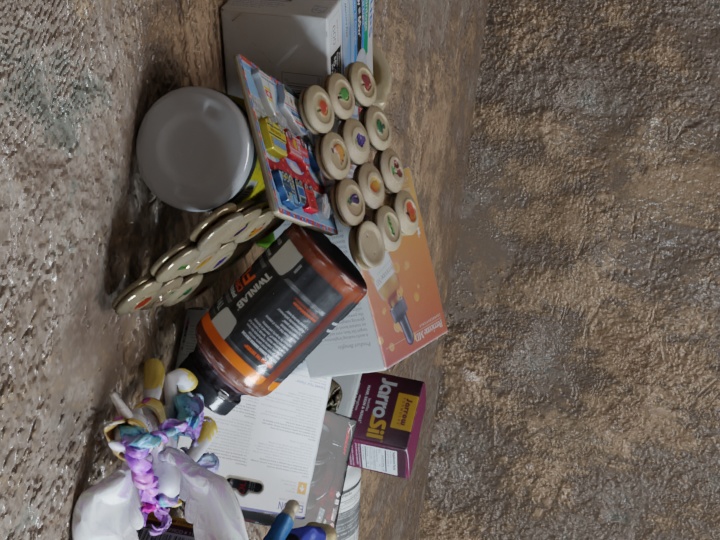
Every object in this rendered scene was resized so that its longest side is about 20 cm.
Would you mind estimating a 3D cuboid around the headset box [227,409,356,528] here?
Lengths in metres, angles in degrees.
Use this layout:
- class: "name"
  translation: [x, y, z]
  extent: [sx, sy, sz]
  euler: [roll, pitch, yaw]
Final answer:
- class: "headset box"
  translation: [-0.109, 0.223, 1.419]
  extent: [0.199, 0.075, 0.151]
  euler: [24, 72, -41]

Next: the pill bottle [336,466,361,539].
- class: "pill bottle"
  translation: [-0.057, 0.336, 1.815]
  extent: [0.116, 0.115, 0.203]
  euler: [-55, 150, -64]

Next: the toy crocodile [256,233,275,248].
- class: "toy crocodile"
  translation: [-0.102, -0.068, 1.471]
  extent: [0.200, 0.061, 0.068]
  euler: [54, 46, -73]

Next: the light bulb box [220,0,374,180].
- class: "light bulb box"
  translation: [-0.065, -0.240, 1.384]
  extent: [0.201, 0.123, 0.200]
  euler: [-63, 158, -53]

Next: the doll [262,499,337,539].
- class: "doll"
  translation: [-0.087, 0.309, 1.279]
  extent: [0.200, 0.048, 0.138]
  euler: [5, 105, -69]

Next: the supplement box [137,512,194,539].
- class: "supplement box"
  translation: [-0.187, 0.341, 1.227]
  extent: [0.201, 0.109, 0.086]
  euler: [86, 18, -44]

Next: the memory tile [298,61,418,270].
- class: "memory tile"
  translation: [0.003, -0.114, 1.281]
  extent: [0.153, 0.017, 0.202]
  euler: [-38, 112, -54]

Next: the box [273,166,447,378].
- class: "box"
  translation: [0.000, 0.000, 1.359]
  extent: [0.152, 0.105, 0.203]
  euler: [-25, 103, -55]

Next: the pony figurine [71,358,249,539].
- class: "pony figurine"
  translation: [-0.184, 0.184, 1.108]
  extent: [0.200, 0.164, 0.196]
  euler: [-61, 142, -79]

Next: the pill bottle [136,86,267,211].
- class: "pill bottle"
  translation: [-0.132, -0.114, 1.183]
  extent: [0.200, 0.113, 0.116]
  euler: [-11, 109, -78]

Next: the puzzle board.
- class: "puzzle board"
  translation: [-0.066, -0.117, 1.173]
  extent: [0.200, 0.017, 0.153]
  euler: [17, 58, -76]

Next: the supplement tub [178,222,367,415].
- class: "supplement tub"
  translation: [-0.094, 0.053, 1.218]
  extent: [0.200, 0.107, 0.107]
  euler: [-46, 169, 7]

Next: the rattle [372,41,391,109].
- class: "rattle"
  translation: [-0.033, -0.277, 1.651]
  extent: [0.143, 0.128, 0.202]
  euler: [98, -20, -61]

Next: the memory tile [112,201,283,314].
- class: "memory tile"
  translation: [-0.146, -0.013, 1.150]
  extent: [0.153, 0.017, 0.200]
  euler: [-40, 174, 13]

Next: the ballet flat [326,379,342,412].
- class: "ballet flat"
  translation: [-0.096, 0.198, 1.517]
  extent: [0.199, 0.046, 0.068]
  euler: [-31, 153, -36]

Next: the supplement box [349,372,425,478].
- class: "supplement box"
  translation: [-0.017, 0.201, 1.668]
  extent: [0.086, 0.197, 0.111]
  euler: [85, 19, -55]

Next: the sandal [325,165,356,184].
- class: "sandal"
  translation: [-0.057, -0.106, 1.449]
  extent: [0.080, 0.059, 0.207]
  euler: [65, 35, -26]

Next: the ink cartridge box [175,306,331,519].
- class: "ink cartridge box"
  translation: [-0.125, 0.160, 1.329]
  extent: [0.195, 0.043, 0.203]
  euler: [20, 78, -41]

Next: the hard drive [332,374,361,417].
- class: "hard drive"
  translation: [-0.081, 0.194, 1.577]
  extent: [0.026, 0.130, 0.202]
  euler: [121, -13, -58]
